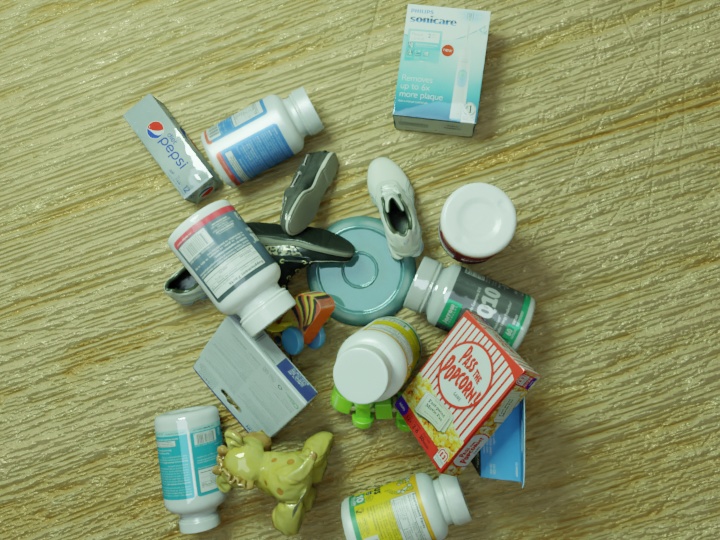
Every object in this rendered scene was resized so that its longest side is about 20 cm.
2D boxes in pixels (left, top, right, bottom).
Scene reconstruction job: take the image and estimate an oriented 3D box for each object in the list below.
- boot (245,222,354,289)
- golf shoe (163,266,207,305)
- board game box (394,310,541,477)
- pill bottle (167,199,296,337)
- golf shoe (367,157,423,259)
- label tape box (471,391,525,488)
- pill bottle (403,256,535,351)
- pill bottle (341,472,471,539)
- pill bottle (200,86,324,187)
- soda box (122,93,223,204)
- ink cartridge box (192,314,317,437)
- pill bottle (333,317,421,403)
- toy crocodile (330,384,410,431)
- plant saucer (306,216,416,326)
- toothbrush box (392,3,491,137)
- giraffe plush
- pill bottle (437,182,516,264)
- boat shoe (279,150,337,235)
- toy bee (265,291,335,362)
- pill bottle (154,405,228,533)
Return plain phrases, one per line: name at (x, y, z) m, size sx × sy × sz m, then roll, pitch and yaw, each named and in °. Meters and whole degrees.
boot at (-0.120, 0.002, 1.106) m, size 0.203 × 0.074 × 0.154 m, roll 8°, pitch 117°, yaw -5°
golf shoe at (-0.256, -0.003, 1.120) m, size 0.200 × 0.097 × 0.078 m, roll -34°, pitch 82°, yaw 1°
board game box at (0.156, 0.185, 0.962) m, size 0.200 × 0.046 × 0.152 m, roll -55°, pitch 39°, yaw 13°
pill bottle at (-0.197, 0.001, 0.998) m, size 0.120 × 0.120 × 0.200 m, roll -38°, pitch 90°, yaw 2°
golf shoe at (0.060, -0.121, 1.080) m, size 0.078 × 0.097 × 0.200 m, roll -19°, pitch 68°, yaw 1°
label tape box at (0.213, 0.249, 1.007) m, size 0.066 × 0.200 × 0.143 m, roll 0°, pitch 86°, yaw 4°
pill bottle at (0.181, 0.058, 1.067) m, size 0.200 × 0.113 × 0.113 m, roll 23°, pitch 89°, yaw 7°
pill bottle at (0.078, 0.406, 1.054) m, size 0.200 × 0.113 × 0.113 m, roll -20°, pitch 85°, yaw 4°
pill bottle at (-0.169, -0.240, 1.119) m, size 0.200 × 0.112 × 0.112 m, roll -27°, pitch 84°, yaw 3°
soda box at (-0.342, -0.221, 1.158) m, size 0.068 × 0.063 × 0.200 m, roll -38°, pitch 84°, yaw 3°
ink cartridge box at (-0.188, 0.187, 1.093) m, size 0.200 × 0.041 × 0.200 m, roll 48°, pitch 134°, yaw 5°
pill bottle at (0.027, 0.145, 1.016) m, size 0.113 × 0.200 × 0.113 m, roll 1°, pitch 95°, yaw 15°
toy crocodile at (0.046, 0.233, 1.098) m, size 0.200 × 0.062 × 0.068 m, roll 3°, pitch 126°, yaw 3°
plant saucer at (0.000, 0.000, 1.131) m, size 0.200 × 0.027 × 0.200 m, roll 0°, pitch 87°, yaw 5°
toothbrush box at (0.142, -0.350, 1.111) m, size 0.146 × 0.085 × 0.200 m, roll 9°, pitch 86°, yaw 6°
giraffe plush at (-0.154, 0.330, 1.040) m, size 0.162 × 0.200 × 0.173 m, roll 19°, pitch 87°, yaw 11°
pill bottle at (0.185, -0.069, 1.031) m, size 0.114 × 0.200 × 0.114 m, roll 0°, pitch 87°, yaw 6°
boat shoe at (-0.101, -0.136, 1.099) m, size 0.057 × 0.067 × 0.200 m, roll 10°, pitch 50°, yaw 22°
toy bee at (-0.123, 0.104, 1.096) m, size 0.109 × 0.131 × 0.200 m, roll 43°, pitch 102°, yaw 31°
pill bottle at (-0.290, 0.342, 1.093) m, size 0.111 × 0.111 × 0.200 m, roll -8°, pitch 85°, yaw 5°
